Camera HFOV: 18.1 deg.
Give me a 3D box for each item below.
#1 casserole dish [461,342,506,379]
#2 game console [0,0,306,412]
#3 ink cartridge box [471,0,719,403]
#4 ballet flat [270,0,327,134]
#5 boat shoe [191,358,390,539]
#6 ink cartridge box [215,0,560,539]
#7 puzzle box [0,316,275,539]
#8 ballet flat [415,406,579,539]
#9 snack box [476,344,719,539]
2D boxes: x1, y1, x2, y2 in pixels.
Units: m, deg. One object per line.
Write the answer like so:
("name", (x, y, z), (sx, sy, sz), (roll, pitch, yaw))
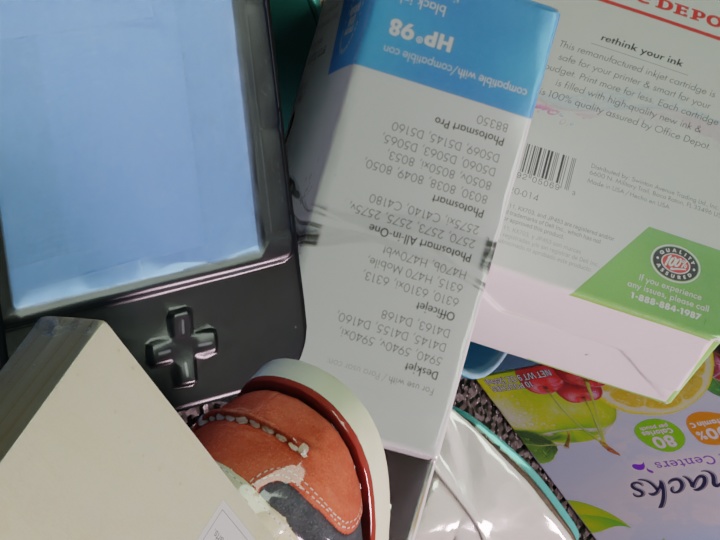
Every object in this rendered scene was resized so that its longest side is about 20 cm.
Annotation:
("casserole dish", (0.038, -0.042, 0.974), (0.121, 0.039, 0.200), (52, 45, -28))
("game console", (-0.073, -0.039, 0.608), (0.171, 0.118, 0.200), (-14, 106, -31))
("ink cartridge box", (0.103, -0.059, 0.929), (0.117, 0.067, 0.200), (18, 61, -2))
("ballet flat", (-0.051, -0.133, 0.874), (0.069, 0.069, 0.200), (-48, 117, -45))
("boat shoe", (-0.019, 0.121, 0.681), (0.063, 0.071, 0.200), (-48, 141, -43))
("ink cartridge box", (0.000, 0.000, 0.794), (0.067, 0.116, 0.200), (17, 85, -11))
("puzzle box", (-0.057, 0.126, 0.571), (0.133, 0.025, 0.200), (-56, 131, -30))
("ballet flat", (0.010, 0.067, 0.900), (0.200, 0.069, 0.069), (50, 46, -24))
("snack box", (0.171, 0.062, 0.979), (0.142, 0.200, 0.053), (52, 45, -28))
